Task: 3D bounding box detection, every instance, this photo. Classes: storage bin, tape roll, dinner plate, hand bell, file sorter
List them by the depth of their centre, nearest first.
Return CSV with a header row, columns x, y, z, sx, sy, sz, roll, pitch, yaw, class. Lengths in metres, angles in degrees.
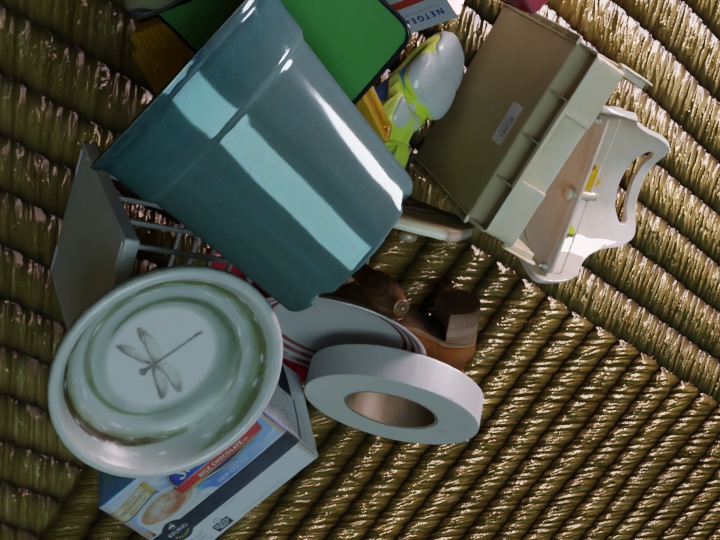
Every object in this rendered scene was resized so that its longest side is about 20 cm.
x,y,z,sx,sy,sz,roll,pitch,yaw,class
-0.198,-0.003,0.921,0.122,0.200,0.141,9,114,-31,file sorter
0.163,-0.142,0.994,0.093,0.199,0.202,25,106,-27,storage bin
0.000,0.000,0.995,0.102,0.200,0.106,-10,115,-22,hand bell
-0.026,0.065,1.046,0.199,0.198,0.025,33,60,-33,dinner plate
0.037,0.138,1.091,0.201,0.201,0.038,31,59,-33,tape roll

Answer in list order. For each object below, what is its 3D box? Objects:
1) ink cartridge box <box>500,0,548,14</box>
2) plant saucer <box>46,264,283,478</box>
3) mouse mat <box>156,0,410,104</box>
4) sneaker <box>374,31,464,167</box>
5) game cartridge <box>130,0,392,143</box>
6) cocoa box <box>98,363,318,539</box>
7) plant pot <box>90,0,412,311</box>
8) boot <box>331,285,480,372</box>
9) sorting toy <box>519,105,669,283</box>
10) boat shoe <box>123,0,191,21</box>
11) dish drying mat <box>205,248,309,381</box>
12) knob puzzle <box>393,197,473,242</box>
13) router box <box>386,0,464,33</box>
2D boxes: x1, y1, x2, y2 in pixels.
x,y,z,sx,sy,sz,roll,pitch,yaw,class
0.098,-0.341,0.885,0.085,0.148,0.200,-42,126,2,ink cartridge box
-0.162,0.077,0.828,0.196,0.050,0.204,-15,125,-21,plant saucer
-0.072,-0.211,0.831,0.200,0.008,0.161,43,125,-7,mouse mat
0.022,-0.167,1.001,0.201,0.104,0.076,-55,139,-25,sneaker
-0.092,-0.168,0.908,0.196,0.033,0.178,-12,128,25,game cartridge
-0.166,0.178,1.060,0.199,0.134,0.131,-39,126,12,cocoa box
-0.073,-0.088,0.792,0.200,0.201,0.196,-45,107,6,plant pot
0.038,0.095,1.160,0.196,0.077,0.158,-4,130,-18,boot
0.269,-0.096,1.132,0.177,0.107,0.204,3,116,-32,sorting toy
-0.115,-0.255,0.772,0.196,0.076,0.075,-11,110,27,boat shoe
-0.109,0.050,1.096,0.075,0.018,0.203,-20,123,-11,dish drying mat
0.022,-0.051,0.967,0.216,0.219,0.031,10,101,-27,knob puzzle
-0.034,-0.270,0.851,0.180,0.197,0.050,47,52,-35,router box
